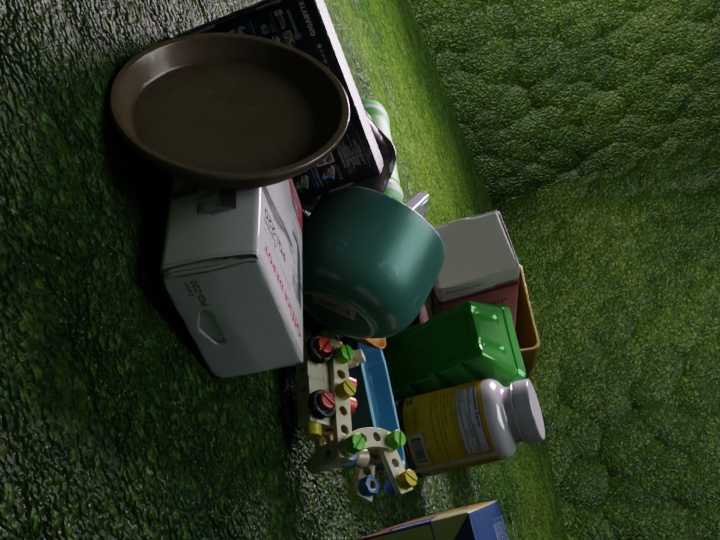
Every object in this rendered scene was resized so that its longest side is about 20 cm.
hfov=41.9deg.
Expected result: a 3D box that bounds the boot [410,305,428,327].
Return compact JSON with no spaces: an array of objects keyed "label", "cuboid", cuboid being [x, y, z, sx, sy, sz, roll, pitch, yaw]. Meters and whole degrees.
[{"label":"boot","cuboid":[0.071,0.020,1.554,0.186,0.064,0.201,46,34,-57]}]

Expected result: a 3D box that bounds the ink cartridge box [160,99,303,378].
[{"label":"ink cartridge box","cuboid":[-0.105,-0.030,0.822,0.146,0.085,0.200,72,12,-46]}]

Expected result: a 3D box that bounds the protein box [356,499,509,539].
[{"label":"protein box","cuboid":[0.107,0.383,1.083,0.200,0.135,0.199,29,46,-71]}]

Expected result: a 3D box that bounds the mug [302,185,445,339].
[{"label":"mug","cuboid":[-0.011,0.002,1.006,0.152,0.185,0.115,43,61,-30]}]

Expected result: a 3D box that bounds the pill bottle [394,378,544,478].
[{"label":"pill bottle","cuboid":[0.147,0.214,1.299,0.112,0.199,0.113,-16,90,-75]}]

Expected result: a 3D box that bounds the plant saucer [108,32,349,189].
[{"label":"plant saucer","cuboid":[-0.109,-0.135,0.793,0.030,0.199,0.200,100,-11,-46]}]

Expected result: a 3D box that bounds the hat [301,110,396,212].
[{"label":"hat","cuboid":[-0.058,-0.129,1.145,0.081,0.200,0.201,127,-38,-49]}]

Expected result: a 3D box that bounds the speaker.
[{"label":"speaker","cuboid":[0.016,-0.178,1.514,0.088,0.088,0.200,52,25,-55]}]

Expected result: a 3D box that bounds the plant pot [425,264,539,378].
[{"label":"plant pot","cuboid":[0.223,0.132,1.757,0.177,0.199,0.200,74,9,-48]}]

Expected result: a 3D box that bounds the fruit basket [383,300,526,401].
[{"label":"fruit basket","cuboid":[0.156,0.155,1.408,0.216,0.215,0.156,53,23,-55]}]

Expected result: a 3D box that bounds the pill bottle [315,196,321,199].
[{"label":"pill bottle","cuboid":[-0.066,-0.185,1.045,0.200,0.112,0.112,58,13,5]}]

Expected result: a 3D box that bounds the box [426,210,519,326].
[{"label":"box","cuboid":[0.168,0.018,1.452,0.200,0.127,0.109,78,-3,-59]}]

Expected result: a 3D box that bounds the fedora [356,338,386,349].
[{"label":"fedora","cuboid":[0.000,0.000,1.154,0.201,0.082,0.201,51,15,-19]}]

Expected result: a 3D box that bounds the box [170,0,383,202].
[{"label":"box","cuboid":[-0.083,-0.167,0.951,0.046,0.159,0.200,-75,145,-67]}]

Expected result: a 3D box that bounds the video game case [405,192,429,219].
[{"label":"video game case","cuboid":[0.058,-0.005,1.375,0.200,0.022,0.183,-45,146,-66]}]

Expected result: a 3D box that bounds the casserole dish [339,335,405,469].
[{"label":"casserole dish","cuboid":[0.010,0.163,1.175,0.121,0.039,0.201,42,33,-64]}]

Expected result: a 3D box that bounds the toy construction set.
[{"label":"toy construction set","cuboid":[-0.016,0.138,0.979,0.131,0.092,0.200,23,32,-35]}]
